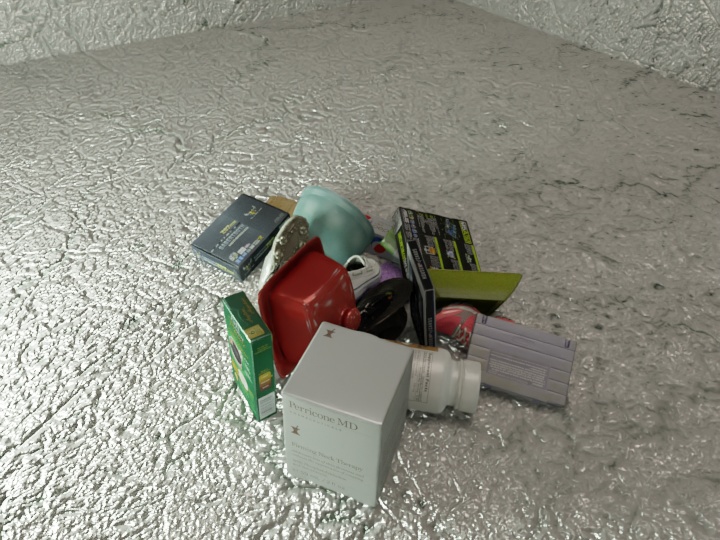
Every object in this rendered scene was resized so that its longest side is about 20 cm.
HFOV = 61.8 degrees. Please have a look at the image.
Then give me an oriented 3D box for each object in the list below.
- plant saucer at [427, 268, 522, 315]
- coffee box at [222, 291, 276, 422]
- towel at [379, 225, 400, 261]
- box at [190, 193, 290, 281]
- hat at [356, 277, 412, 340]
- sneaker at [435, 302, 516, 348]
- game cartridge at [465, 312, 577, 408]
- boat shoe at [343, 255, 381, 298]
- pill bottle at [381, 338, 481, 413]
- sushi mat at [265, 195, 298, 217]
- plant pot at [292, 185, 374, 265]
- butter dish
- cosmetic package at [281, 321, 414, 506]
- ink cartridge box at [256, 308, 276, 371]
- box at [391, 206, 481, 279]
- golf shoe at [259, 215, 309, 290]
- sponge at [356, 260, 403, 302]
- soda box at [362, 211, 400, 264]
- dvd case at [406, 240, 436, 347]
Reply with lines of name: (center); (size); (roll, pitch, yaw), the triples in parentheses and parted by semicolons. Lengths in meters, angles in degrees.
plant saucer: (0.215, 0.054, 1.246); (0.193, 0.200, 0.049); (3, 72, -1)
coffee box: (-0.191, 0.152, 1.050); (0.043, 0.204, 0.123); (-19, 42, -25)
towel: (0.153, -0.045, 1.399); (0.198, 0.031, 0.150); (38, 43, 1)
box: (-0.280, -0.084, 1.430); (0.155, 0.052, 0.201); (23, 55, 26)
hat: (0.035, 0.103, 1.183); (0.197, 0.082, 0.201); (-30, 18, 11)
sneaker: (0.231, 0.128, 1.199); (0.194, 0.075, 0.088); (14, 47, -9)
game cartridge: (0.299, 0.171, 1.141); (0.195, 0.038, 0.133); (16, 79, 10)
boat shoe: (0.000, 0.000, 1.283); (0.071, 0.069, 0.200); (0, 19, 14)
pill bottle: (0.114, 0.195, 1.089); (0.194, 0.117, 0.116); (8, 38, 7)
sushi mat: (-0.229, -0.110, 1.489); (0.093, 0.012, 0.202); (16, 54, 22)
plant pot: (-0.083, -0.074, 1.374); (0.197, 0.202, 0.136); (24, 69, 25)
butter dish: (-0.066, 0.075, 1.068); (0.144, 0.205, 0.200); (11, 38, 29)
cosmetic package: (-0.019, 0.227, 0.969); (0.163, 0.204, 0.167); (14, 39, 15)
ink cartridge box: (-0.132, 0.103, 1.225); (0.115, 0.069, 0.198); (30, 46, 29)
box: (0.175, -0.043, 1.364); (0.188, 0.048, 0.204); (11, 49, -24)
golf shoe: (-0.177, -0.034, 1.302); (0.077, 0.204, 0.097); (16, 14, -36)
sponge: (0.039, 0.053, 1.331); (0.110, 0.030, 0.198); (31, 46, 30)
soda box: (0.033, -0.088, 1.481); (0.196, 0.065, 0.068); (22, 41, 21)
dvd case: (0.120, 0.067, 1.179); (0.024, 0.204, 0.152); (-9, 38, -4)
